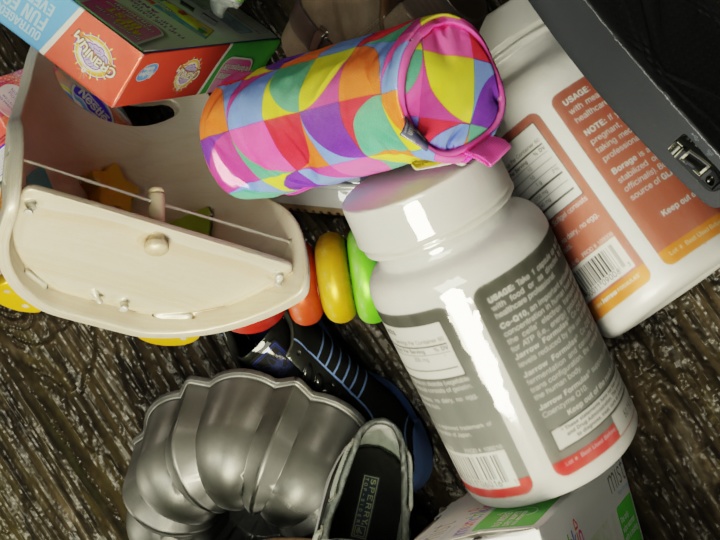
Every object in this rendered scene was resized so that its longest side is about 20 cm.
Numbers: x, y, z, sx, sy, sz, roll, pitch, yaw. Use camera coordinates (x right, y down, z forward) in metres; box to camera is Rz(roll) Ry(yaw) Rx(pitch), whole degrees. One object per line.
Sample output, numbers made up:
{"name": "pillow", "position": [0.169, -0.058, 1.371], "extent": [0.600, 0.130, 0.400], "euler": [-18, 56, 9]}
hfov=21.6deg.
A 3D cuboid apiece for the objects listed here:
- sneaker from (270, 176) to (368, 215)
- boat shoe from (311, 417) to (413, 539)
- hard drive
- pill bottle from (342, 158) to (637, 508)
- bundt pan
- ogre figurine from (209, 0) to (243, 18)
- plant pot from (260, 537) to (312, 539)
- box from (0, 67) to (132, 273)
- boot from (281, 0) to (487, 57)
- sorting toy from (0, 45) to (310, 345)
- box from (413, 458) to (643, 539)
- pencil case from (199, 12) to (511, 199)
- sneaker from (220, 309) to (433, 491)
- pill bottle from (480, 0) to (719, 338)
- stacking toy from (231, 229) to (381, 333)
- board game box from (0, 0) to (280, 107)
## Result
{"name": "sneaker", "position": [-0.065, -0.099, 1.253], "extent": [0.200, 0.070, 0.109], "euler": [7, 101, 20]}
{"name": "boat shoe", "position": [0.000, 0.183, 1.126], "extent": [0.073, 0.200, 0.068], "euler": [16, 148, 1]}
{"name": "hard drive", "position": [0.179, -0.131, 1.117], "extent": [0.200, 0.135, 0.042], "euler": [50, 128, 5]}
{"name": "pill bottle", "position": [0.075, 0.028, 1.108], "extent": [0.114, 0.114, 0.200], "euler": [-19, 108, 24]}
{"name": "bundt pan", "position": [-0.069, 0.167, 1.256], "extent": [0.201, 0.076, 0.202], "euler": [8, 125, 11]}
{"name": "ogre figurine", "position": [-0.058, -0.249, 1.210], "extent": [0.120, 0.200, 0.098], "euler": [59, 158, -8]}
{"name": "plant pot", "position": [-0.050, 0.291, 1.195], "extent": [0.200, 0.200, 0.175], "euler": [37, 152, 12]}
{"name": "box", "position": [-0.239, -0.057, 1.279], "extent": [0.200, 0.095, 0.103], "euler": [-32, 86, 48]}
{"name": "boot", "position": [-0.006, -0.177, 1.137], "extent": [0.146, 0.070, 0.200], "euler": [-39, 76, 52]}
{"name": "sorting toy", "position": [-0.146, -0.061, 1.163], "extent": [0.107, 0.200, 0.180], "euler": [-41, 44, 41]}
{"name": "box", "position": [0.115, 0.220, 1.165], "extent": [0.096, 0.200, 0.177], "euler": [-13, 93, 23]}
{"name": "pencil case", "position": [-0.007, -0.087, 1.079], "extent": [0.200, 0.088, 0.089], "euler": [-5, 98, 50]}
{"name": "sneaker", "position": [-0.034, 0.076, 1.265], "extent": [0.070, 0.078, 0.200], "euler": [-44, 82, 22]}
{"name": "pill bottle", "position": [0.138, -0.069, 1.151], "extent": [0.112, 0.112, 0.200], "euler": [-37, 81, 23]}
{"name": "stacking toy", "position": [0.000, 0.000, 1.204], "extent": [0.199, 0.085, 0.086], "euler": [-7, 97, 3]}
{"name": "board game box", "position": [-0.158, -0.170, 1.207], "extent": [0.153, 0.200, 0.040], "euler": [37, 110, 13]}
